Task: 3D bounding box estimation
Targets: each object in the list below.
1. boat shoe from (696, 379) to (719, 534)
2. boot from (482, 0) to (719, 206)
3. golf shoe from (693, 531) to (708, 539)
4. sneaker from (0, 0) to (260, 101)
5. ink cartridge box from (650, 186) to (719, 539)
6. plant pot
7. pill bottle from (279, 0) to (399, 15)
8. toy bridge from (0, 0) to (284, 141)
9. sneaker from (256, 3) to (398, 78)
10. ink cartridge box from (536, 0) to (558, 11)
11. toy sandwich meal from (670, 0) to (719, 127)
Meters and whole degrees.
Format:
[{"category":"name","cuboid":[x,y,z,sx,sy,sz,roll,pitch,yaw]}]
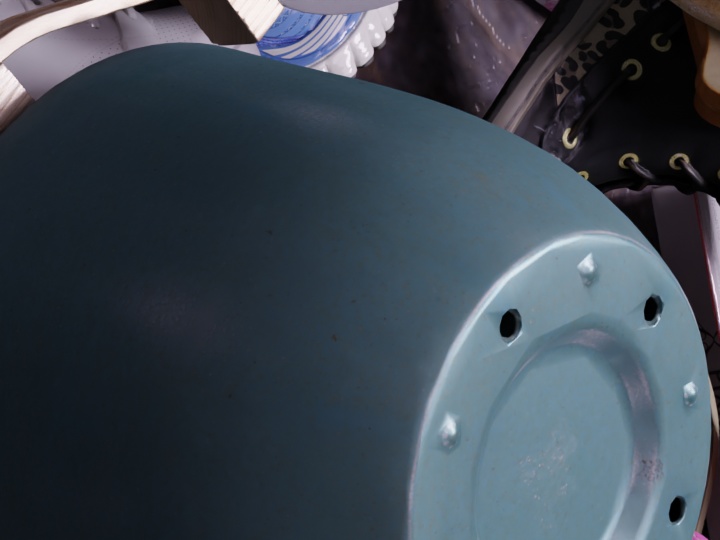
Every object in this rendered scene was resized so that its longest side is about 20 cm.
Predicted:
[{"category":"boat shoe","cuboid":[0.109,0.099,0.849,0.068,0.074,0.202,16,71,-53]},{"category":"boot","cuboid":[0.127,-0.041,0.804,0.153,0.073,0.205,34,85,1]},{"category":"golf shoe","cuboid":[0.079,0.189,0.759,0.091,0.075,0.202,25,87,-30]},{"category":"sneaker","cuboid":[-0.113,-0.080,0.621,0.200,0.073,0.117,-35,112,-47]},{"category":"ink cartridge box","cuboid":[0.175,0.054,0.926,0.176,0.044,0.202,-7,87,-67]},{"category":"plant pot","cuboid":[-0.001,0.043,0.544,0.199,0.160,0.203,-11,106,-44]},{"category":"pill bottle","cuboid":[-0.024,-0.192,0.672,0.112,0.112,0.202,19,44,-46]},{"category":"toy bridge","cuboid":[-0.097,-0.035,0.571,0.067,0.027,0.201,50,62,-32]},{"category":"sneaker","cuboid":[-0.006,-0.155,0.763,0.090,0.078,0.201,57,45,-29]},{"category":"ink cartridge box","cuboid":[0.114,-0.199,0.910,0.199,0.085,0.149,28,61,-44]},{"category":"toy sandwich meal","cuboid":[0.177,-0.151,0.769,0.070,0.203,0.207,95,4,-67]}]
